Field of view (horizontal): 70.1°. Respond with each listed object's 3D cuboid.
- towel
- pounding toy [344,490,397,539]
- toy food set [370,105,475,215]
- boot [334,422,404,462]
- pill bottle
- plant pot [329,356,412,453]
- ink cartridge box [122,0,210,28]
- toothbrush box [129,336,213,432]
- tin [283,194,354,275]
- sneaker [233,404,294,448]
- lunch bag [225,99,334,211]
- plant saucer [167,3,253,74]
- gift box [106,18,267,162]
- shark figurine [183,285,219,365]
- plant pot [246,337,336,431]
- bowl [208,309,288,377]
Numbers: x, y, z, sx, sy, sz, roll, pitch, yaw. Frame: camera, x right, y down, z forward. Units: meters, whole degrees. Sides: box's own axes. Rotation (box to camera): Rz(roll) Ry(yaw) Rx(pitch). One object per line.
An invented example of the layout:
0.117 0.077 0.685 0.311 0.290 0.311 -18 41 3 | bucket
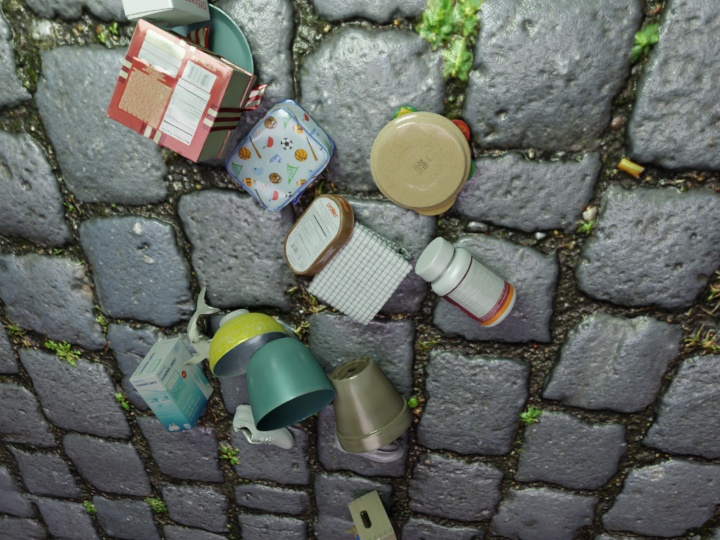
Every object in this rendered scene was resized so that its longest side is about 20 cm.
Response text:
0.000 0.000 1.113 0.165 0.086 0.201 33 118 -3 | towel
0.024 0.808 1.587 0.141 0.200 0.185 -21 121 -10 | pounding toy
0.118 -0.207 0.977 0.199 0.049 0.199 25 123 -6 | toy food set
0.022 0.467 1.418 0.198 0.074 0.096 5 131 8 | boot
0.218 0.024 1.073 0.199 0.110 0.110 34 122 -12 | pill bottle
0.010 0.318 1.273 0.198 0.200 0.175 -17 101 20 | plant pot
-0.311 -0.491 0.785 0.082 0.145 0.202 -4 109 9 | ink cartridge box
-0.495 0.303 1.361 0.085 0.147 0.201 -14 119 17 | toothbrush box
-0.091 -0.072 1.070 0.200 0.042 0.112 -47 66 30 | tin
-0.282 0.470 1.473 0.200 0.081 0.070 35 120 -15 | sneaker
-0.156 -0.217 1.005 0.200 0.076 0.160 -37 112 27 | lunch bag
-0.287 -0.385 0.940 0.198 0.036 0.202 4 123 7 | plant saucer
-0.278 -0.304 0.864 0.184 0.187 0.201 31 103 -9 | gift box
-0.406 0.150 1.292 0.127 0.090 0.216 -21 132 -17 | shark figurine
-0.179 0.259 1.215 0.199 0.162 0.201 -22 154 -11 | plant pot
-0.284 0.160 1.239 0.200 0.199 0.108 -48 63 31 | bowl
